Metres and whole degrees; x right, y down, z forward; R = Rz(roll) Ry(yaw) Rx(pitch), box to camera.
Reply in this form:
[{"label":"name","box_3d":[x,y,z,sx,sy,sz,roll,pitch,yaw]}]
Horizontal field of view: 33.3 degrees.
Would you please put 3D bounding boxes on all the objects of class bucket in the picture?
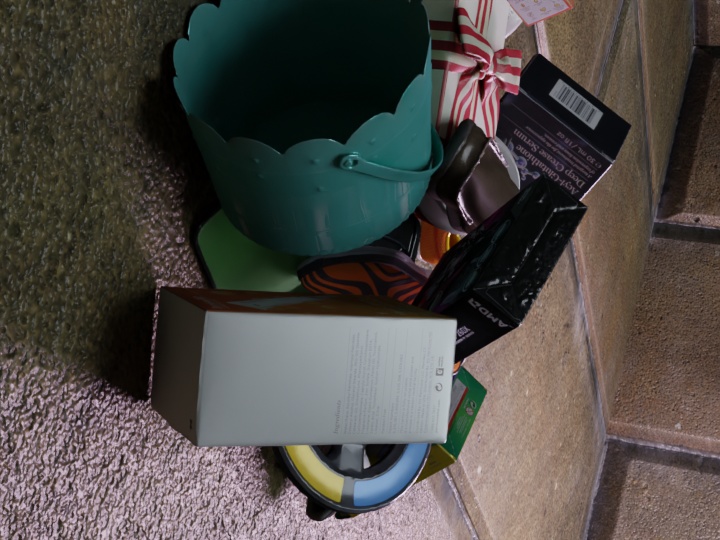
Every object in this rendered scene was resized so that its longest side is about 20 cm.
[{"label":"bucket","box_3d":[-0.035,-0.121,0.917,0.135,0.206,0.208,80,27,-50]}]

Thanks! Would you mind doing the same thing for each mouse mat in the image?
[{"label":"mouse mat","box_3d":[-0.068,-0.014,1.053,0.161,0.008,0.201,-46,144,-27]}]

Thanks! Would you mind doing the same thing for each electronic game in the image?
[{"label":"electronic game","box_3d":[-0.007,0.122,1.111,0.199,0.042,0.201,11,72,-38]}]

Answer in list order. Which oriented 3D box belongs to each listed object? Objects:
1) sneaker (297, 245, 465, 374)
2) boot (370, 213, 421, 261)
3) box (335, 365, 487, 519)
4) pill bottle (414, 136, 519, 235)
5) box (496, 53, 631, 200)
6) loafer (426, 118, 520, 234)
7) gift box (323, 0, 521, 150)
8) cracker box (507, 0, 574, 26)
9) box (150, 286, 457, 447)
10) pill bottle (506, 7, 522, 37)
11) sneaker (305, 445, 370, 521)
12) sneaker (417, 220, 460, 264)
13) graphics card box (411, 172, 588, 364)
[{"label":"sneaker","box_3d":[0.030,0.049,1.091,0.199,0.077,0.113,15,61,-37]},{"label":"boot","box_3d":[0.001,0.001,1.216,0.162,0.073,0.200,30,70,-65]},{"label":"box","box_3d":[0.041,0.190,1.298,0.048,0.200,0.117,43,41,-9]},{"label":"pill bottle","box_3d":[0.102,-0.098,1.277,0.200,0.111,0.113,-139,-126,-79]},{"label":"box","box_3d":[0.205,-0.133,1.472,0.200,0.148,0.107,-53,180,40]},{"label":"loafer","box_3d":[0.111,-0.071,1.050,0.073,0.071,0.200,-58,161,-3]},{"label":"gift box","box_3d":[0.042,-0.177,1.100,0.184,0.186,0.201,-2,98,-68]},{"label":"cracker box","box_3d":[0.132,-0.347,1.132,0.200,0.057,0.135,40,49,-37]},{"label":"box","box_3d":[-0.045,0.071,0.912,0.199,0.124,0.098,3,96,-25]},{"label":"pill bottle","box_3d":[0.080,-0.320,1.199,0.200,0.110,0.111,44,54,-39]},{"label":"sneaker","box_3d":[-0.039,0.164,1.174,0.082,0.077,0.201,-39,128,-40]},{"label":"sneaker","box_3d":[0.100,-0.098,1.429,0.073,0.077,0.201,-53,143,-48]},{"label":"graphics card box","box_3d":[0.095,0.013,0.985,0.126,0.051,0.200,-55,-173,-26]}]
